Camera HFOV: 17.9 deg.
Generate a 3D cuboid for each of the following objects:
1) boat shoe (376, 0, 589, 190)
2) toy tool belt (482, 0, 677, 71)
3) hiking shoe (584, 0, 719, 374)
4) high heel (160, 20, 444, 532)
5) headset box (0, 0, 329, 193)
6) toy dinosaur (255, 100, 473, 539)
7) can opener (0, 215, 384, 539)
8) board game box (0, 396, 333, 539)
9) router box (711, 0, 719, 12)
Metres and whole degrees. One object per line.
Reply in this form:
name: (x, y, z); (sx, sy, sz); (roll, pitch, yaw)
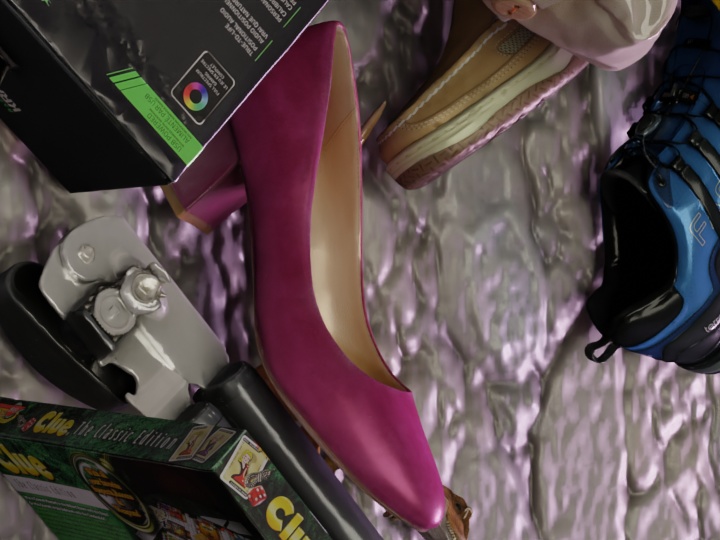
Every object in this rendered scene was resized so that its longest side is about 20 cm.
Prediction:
boat shoe: (0.065, -0.114, 1.009); (0.076, 0.072, 0.200); (53, 54, -7)
toy tool belt: (0.092, -0.190, 0.945); (0.122, 0.125, 0.201); (21, 78, -3)
hiking shoe: (0.155, -0.054, 1.053); (0.086, 0.074, 0.201); (8, 85, -39)
high heel: (0.000, 0.000, 0.898); (0.096, 0.201, 0.067); (-36, 157, 10)
headset box: (-0.096, -0.151, 0.876); (0.174, 0.093, 0.200); (49, 65, -23)
toy dinosaur: (-0.011, 0.042, 0.964); (0.106, 0.060, 0.201); (-41, 122, -41)
can opener: (-0.060, 0.064, 0.900); (0.200, 0.066, 0.053); (50, 50, -8)
board game box: (-0.068, 0.094, 0.830); (0.023, 0.200, 0.105); (-49, 115, -23)
router box: (0.259, -0.147, 0.985); (0.149, 0.200, 0.051); (49, 21, -8)
